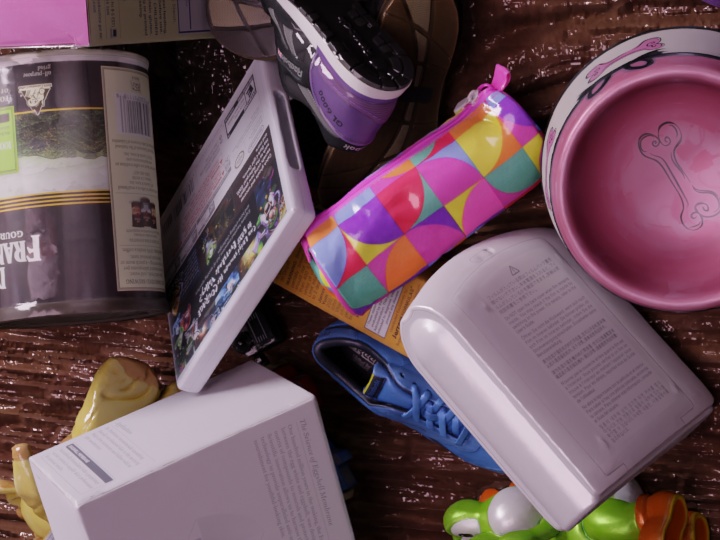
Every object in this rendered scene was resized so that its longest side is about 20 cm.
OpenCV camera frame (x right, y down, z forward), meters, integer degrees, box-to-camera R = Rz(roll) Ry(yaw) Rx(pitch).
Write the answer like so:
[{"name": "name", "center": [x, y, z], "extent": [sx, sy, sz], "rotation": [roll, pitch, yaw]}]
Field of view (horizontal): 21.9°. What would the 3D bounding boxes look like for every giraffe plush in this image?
[{"name": "giraffe plush", "center": [-0.218, 0.183, 1.549], "extent": [0.173, 0.200, 0.162], "rotation": [56, 152, -3]}]

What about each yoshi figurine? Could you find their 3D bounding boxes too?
[{"name": "yoshi figurine", "center": [0.147, 0.212, 1.366], "extent": [0.199, 0.112, 0.113], "rotation": [-4, 104, 32]}]

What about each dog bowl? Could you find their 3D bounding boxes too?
[{"name": "dog bowl", "center": [0.218, -0.061, 1.260], "extent": [0.199, 0.074, 0.201], "rotation": [3, 105, 12]}]

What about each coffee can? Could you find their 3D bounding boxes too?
[{"name": "coffee can", "center": [-0.229, -0.060, 1.448], "extent": [0.146, 0.146, 0.201], "rotation": [-8, 85, 30]}]

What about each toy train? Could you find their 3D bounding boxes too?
[{"name": "toy train", "center": [-0.055, 0.103, 1.499], "extent": [0.046, 0.034, 0.201], "rotation": [-29, 84, 19]}]

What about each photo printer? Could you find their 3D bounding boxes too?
[{"name": "photo printer", "center": [0.133, 0.065, 1.312], "extent": [0.200, 0.166, 0.070], "rotation": [49, 138, 12]}]

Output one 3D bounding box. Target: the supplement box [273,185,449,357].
[{"name": "supplement box", "center": [0.000, 0.000, 1.429], "extent": [0.199, 0.066, 0.069], "rotation": [26, 111, 22]}]

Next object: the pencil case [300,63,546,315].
[{"name": "pencil case", "center": [0.047, -0.055, 1.344], "extent": [0.200, 0.088, 0.088], "rotation": [-40, 79, 1]}]

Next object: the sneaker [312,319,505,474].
[{"name": "sneaker", "center": [0.049, 0.102, 1.415], "extent": [0.200, 0.078, 0.066], "rotation": [32, 111, 19]}]

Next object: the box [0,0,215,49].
[{"name": "box", "center": [-0.221, -0.222, 1.432], "extent": [0.175, 0.200, 0.097], "rotation": [2, 99, 29]}]

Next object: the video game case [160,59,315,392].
[{"name": "video game case", "center": [-0.100, -0.037, 1.425], "extent": [0.200, 0.023, 0.182], "rotation": [-55, 33, 35]}]

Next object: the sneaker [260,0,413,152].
[{"name": "sneaker", "center": [-0.045, -0.171, 1.348], "extent": [0.200, 0.075, 0.088], "rotation": [58, 138, 29]}]

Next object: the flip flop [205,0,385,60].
[{"name": "flip flop", "center": [-0.022, -0.206, 1.412], "extent": [0.199, 0.058, 0.081], "rotation": [-11, 84, 15]}]

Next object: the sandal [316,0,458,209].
[{"name": "sandal", "center": [0.021, -0.130, 1.391], "extent": [0.080, 0.054, 0.201], "rotation": [8, 120, -18]}]

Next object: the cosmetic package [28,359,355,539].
[{"name": "cosmetic package", "center": [-0.119, 0.205, 1.419], "extent": [0.123, 0.199, 0.200], "rotation": [25, 133, 60]}]

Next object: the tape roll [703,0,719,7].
[{"name": "tape roll", "center": [0.209, -0.269, 1.183], "extent": [0.066, 0.200, 0.201], "rotation": [-32, 83, 29]}]
